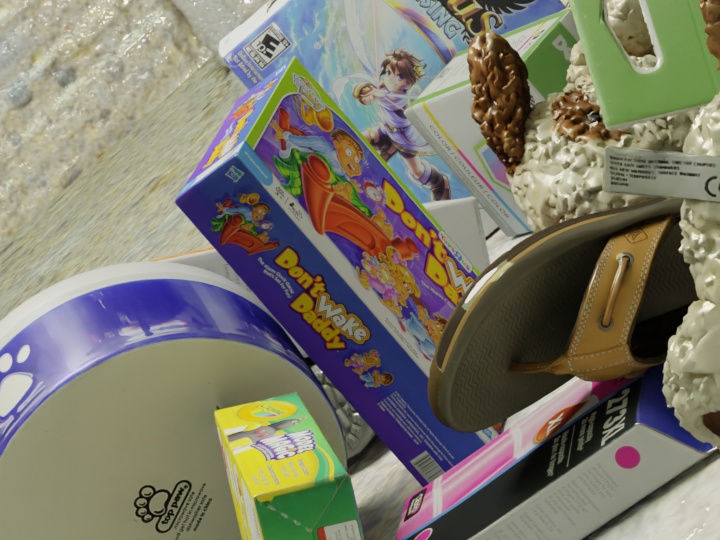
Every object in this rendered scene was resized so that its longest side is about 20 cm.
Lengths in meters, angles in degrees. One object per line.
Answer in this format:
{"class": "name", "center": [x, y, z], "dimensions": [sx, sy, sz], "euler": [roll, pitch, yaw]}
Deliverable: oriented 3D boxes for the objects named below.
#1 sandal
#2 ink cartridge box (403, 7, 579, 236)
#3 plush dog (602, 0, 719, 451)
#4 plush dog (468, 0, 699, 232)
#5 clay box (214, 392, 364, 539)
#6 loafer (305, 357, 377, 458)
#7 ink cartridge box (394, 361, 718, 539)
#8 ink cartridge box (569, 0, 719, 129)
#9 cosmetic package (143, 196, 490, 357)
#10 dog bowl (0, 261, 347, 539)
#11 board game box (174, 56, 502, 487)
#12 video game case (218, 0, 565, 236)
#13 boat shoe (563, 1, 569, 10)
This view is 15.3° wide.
{"class": "sandal", "center": [0.121, 0.015, 1.161], "dimensions": [0.199, 0.082, 0.055], "euler": [-22, 40, -11]}
{"class": "ink cartridge box", "center": [0.117, -0.088, 1.547], "dimensions": [0.059, 0.104, 0.200], "euler": [-47, 14, -23]}
{"class": "plush dog", "center": [0.196, -0.035, 1.085], "dimensions": [0.199, 0.161, 0.172], "euler": [-34, -14, 15]}
{"class": "plush dog", "center": [0.143, -0.066, 1.288], "dimensions": [0.172, 0.200, 0.161], "euler": [-39, -25, -32]}
{"class": "clay box", "center": [-0.027, 0.127, 1.220], "dimensions": [0.047, 0.116, 0.200], "euler": [-14, 11, -5]}
{"class": "loafer", "center": [-0.047, 0.092, 1.548], "dimensions": [0.199, 0.076, 0.069], "euler": [-16, 4, 44]}
{"class": "ink cartridge box", "center": [0.095, 0.086, 1.190], "dimensions": [0.200, 0.037, 0.095], "euler": [-35, 14, 23]}
{"class": "ink cartridge box", "center": [0.191, -0.118, 1.182], "dimensions": [0.199, 0.104, 0.059], "euler": [-13, -19, -3]}
{"class": "cosmetic package", "center": [-0.033, 0.012, 1.522], "dimensions": [0.199, 0.072, 0.101], "euler": [-12, 2, -16]}
{"class": "dog bowl", "center": [-0.110, 0.101, 1.353], "dimensions": [0.200, 0.200, 0.079], "euler": [-42, 36, 1]}
{"class": "board game box", "center": [0.000, 0.000, 1.379], "dimensions": [0.045, 0.200, 0.135], "euler": [-35, 14, 25]}
{"class": "video game case", "center": [0.044, -0.122, 1.660], "dimensions": [0.181, 0.200, 0.045], "euler": [-40, 16, 8]}
{"class": "boat shoe", "center": [0.186, -0.200, 1.505], "dimensions": [0.200, 0.072, 0.072], "euler": [-49, 42, 32]}
